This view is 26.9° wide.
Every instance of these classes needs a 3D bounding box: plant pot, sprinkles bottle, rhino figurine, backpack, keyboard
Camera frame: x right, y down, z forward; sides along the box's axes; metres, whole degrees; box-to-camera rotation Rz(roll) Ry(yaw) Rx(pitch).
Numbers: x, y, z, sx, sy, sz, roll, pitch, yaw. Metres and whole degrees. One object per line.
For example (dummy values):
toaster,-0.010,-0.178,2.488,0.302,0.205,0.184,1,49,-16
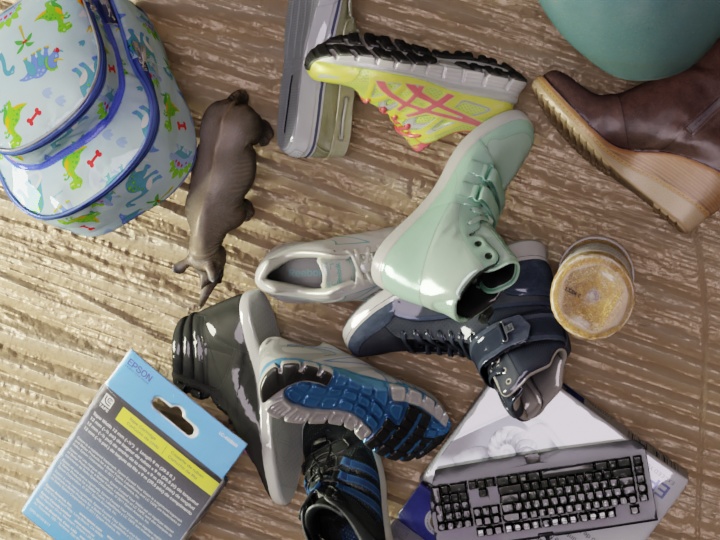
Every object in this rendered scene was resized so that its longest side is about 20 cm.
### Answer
plant pot,0.235,-0.240,1.250,0.198,0.201,0.136,-7,130,10
sprinkles bottle,0.196,0.011,1.258,0.067,0.200,0.069,1,95,10
rhino figurine,-0.129,-0.063,1.365,0.059,0.087,0.202,14,98,9
backpack,-0.254,-0.141,1.323,0.182,0.147,0.201,-33,70,12
keyboard,0.164,0.225,1.336,0.198,0.021,0.129,-10,95,12

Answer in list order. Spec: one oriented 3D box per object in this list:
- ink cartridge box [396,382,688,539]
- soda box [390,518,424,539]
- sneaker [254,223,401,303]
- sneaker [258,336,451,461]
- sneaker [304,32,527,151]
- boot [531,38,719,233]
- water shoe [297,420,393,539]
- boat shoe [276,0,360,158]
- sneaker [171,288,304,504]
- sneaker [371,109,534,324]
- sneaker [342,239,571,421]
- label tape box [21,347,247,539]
ink cartridge box,0.161,0.208,1.365,0.199,0.041,0.201,35,101,5
soda box,0.087,0.318,1.374,0.199,0.064,0.068,36,105,6
sneaker,0.000,0.000,1.353,0.198,0.080,0.071,-9,93,8
sneaker,-0.006,0.105,1.357,0.199,0.087,0.075,24,111,-26
sneaker,0.044,-0.149,1.315,0.198,0.078,0.091,10,112,-13
boot,0.268,-0.151,1.310,0.200,0.072,0.167,40,89,5
water shoe,-0.018,0.203,1.336,0.071,0.079,0.201,-33,55,19
boat shoe,-0.031,-0.200,1.354,0.061,0.072,0.203,7,96,-27
sneaker,-0.116,0.121,1.396,0.098,0.071,0.202,-9,99,23
sneaker,0.113,-0.041,1.286,0.118,0.074,0.201,30,75,38
sneaker,0.086,0.073,1.318,0.200,0.077,0.148,-22,61,14
label tape box,-0.203,0.187,1.405,0.143,0.066,0.201,37,105,5
